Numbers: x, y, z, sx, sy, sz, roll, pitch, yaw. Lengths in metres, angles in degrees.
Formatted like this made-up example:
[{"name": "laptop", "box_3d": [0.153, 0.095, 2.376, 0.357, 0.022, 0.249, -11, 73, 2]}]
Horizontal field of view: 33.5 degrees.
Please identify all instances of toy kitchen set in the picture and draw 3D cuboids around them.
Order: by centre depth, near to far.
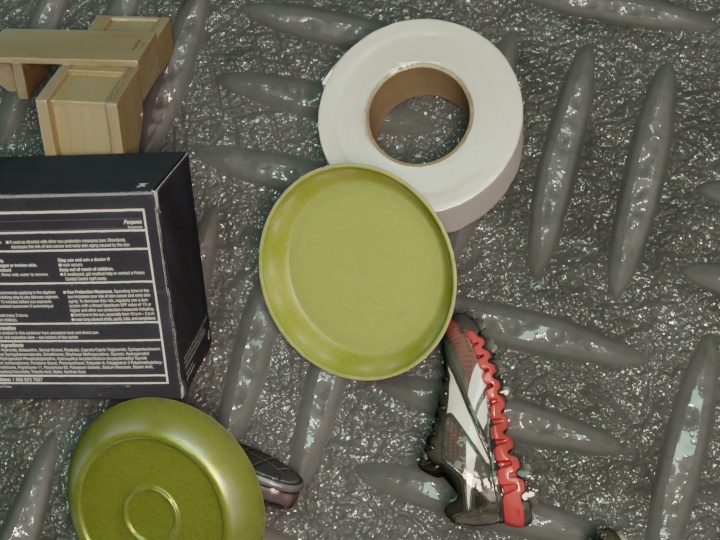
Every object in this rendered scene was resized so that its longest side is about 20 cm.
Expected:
[{"name": "toy kitchen set", "box_3d": [-0.288, -0.143, 1.220, 0.161, 0.182, 0.201, 4, 35, 6]}]

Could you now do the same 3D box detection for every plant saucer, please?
[{"name": "plant saucer", "box_3d": [-0.183, 0.216, 1.075, 0.197, 0.031, 0.203, 3, 102, 16]}, {"name": "plant saucer", "box_3d": [0.000, 0.000, 1.110, 0.198, 0.031, 0.203, 6, 103, 24]}]

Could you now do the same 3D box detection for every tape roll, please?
[{"name": "tape roll", "box_3d": [0.059, -0.140, 1.167, 0.200, 0.071, 0.205, -2, 74, 8]}]

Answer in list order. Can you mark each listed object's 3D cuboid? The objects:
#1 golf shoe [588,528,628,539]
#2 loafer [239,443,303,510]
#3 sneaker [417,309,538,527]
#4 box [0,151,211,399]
[{"name": "golf shoe", "box_3d": [0.266, 0.304, 1.019, 0.087, 0.077, 0.201, -24, 73, -20]}, {"name": "loafer", "box_3d": [-0.146, 0.187, 1.114, 0.198, 0.072, 0.064, 19, 97, 19]}, {"name": "sneaker", "box_3d": [0.093, 0.138, 1.082, 0.097, 0.071, 0.203, -13, 74, 2]}, {"name": "box", "box_3d": [-0.252, 0.003, 1.100, 0.197, 0.124, 0.201, 0, 114, 8]}]
